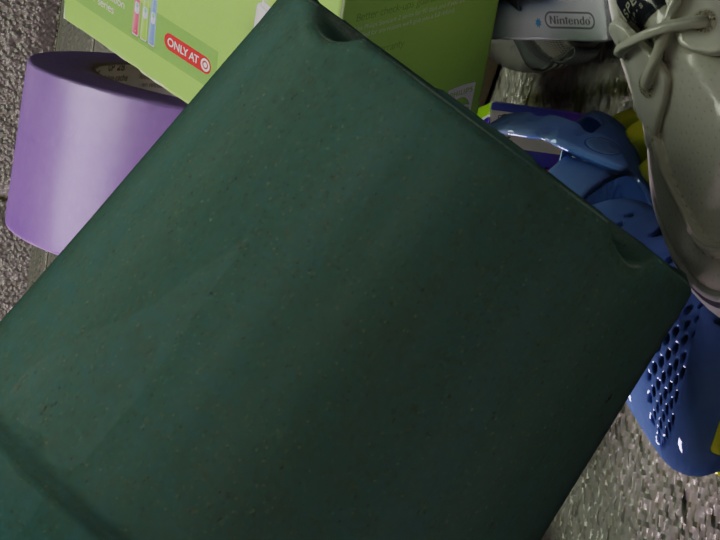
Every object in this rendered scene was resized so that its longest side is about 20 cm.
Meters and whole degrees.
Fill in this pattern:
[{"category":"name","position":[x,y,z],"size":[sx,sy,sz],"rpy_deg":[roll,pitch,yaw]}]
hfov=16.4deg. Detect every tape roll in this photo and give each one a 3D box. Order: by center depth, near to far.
[{"category":"tape roll","position":[-0.073,-0.050,1.244],"size":[0.200,0.199,0.085],"rpy_deg":[-136,53,-73]}]

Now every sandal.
[{"category":"sandal","position":[0.082,0.003,0.828],"size":[0.200,0.087,0.080],"rpy_deg":[-115,36,-62]}]

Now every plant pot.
[{"category":"plant pot","position":[-0.018,0.039,0.729],"size":[0.196,0.200,0.200],"rpy_deg":[-53,18,5]}]

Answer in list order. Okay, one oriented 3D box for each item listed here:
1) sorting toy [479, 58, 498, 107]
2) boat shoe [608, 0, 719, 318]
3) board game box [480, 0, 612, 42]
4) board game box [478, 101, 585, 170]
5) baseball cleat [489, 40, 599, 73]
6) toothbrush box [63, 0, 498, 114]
[{"category":"sorting toy","position":[0.033,-0.205,1.160],"size":[0.201,0.069,0.199],"rpy_deg":[-100,21,-49]},{"category":"boat shoe","position":[0.104,-0.070,0.765],"size":[0.071,0.070,0.201],"rpy_deg":[-32,40,31]},{"category":"board game box","position":[0.047,-0.186,0.891],"size":[0.147,0.064,0.201],"rpy_deg":[7,108,48]},{"category":"board game box","position":[0.041,0.011,1.071],"size":[0.200,0.045,0.135],"rpy_deg":[159,118,-75]},{"category":"baseball cleat","position":[0.073,-0.180,0.980],"size":[0.106,0.069,0.201],"rpy_deg":[0,101,66]},{"category":"toothbrush box","position":[-0.021,-0.155,0.865],"size":[0.145,0.086,0.201],"rpy_deg":[33,129,36]}]
